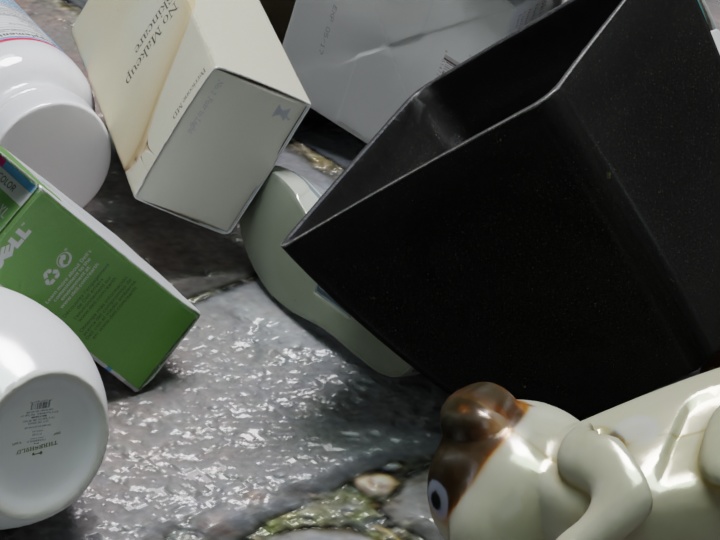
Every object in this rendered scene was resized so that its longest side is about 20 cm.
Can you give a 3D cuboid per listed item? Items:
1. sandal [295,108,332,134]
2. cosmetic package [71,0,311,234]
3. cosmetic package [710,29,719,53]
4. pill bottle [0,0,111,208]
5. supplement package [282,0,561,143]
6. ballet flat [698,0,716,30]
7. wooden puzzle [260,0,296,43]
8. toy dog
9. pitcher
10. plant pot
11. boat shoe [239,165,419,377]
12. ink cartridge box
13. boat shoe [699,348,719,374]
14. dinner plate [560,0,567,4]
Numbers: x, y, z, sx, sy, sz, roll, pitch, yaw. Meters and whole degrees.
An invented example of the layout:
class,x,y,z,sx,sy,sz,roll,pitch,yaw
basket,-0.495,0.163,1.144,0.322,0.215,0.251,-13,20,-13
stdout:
class,x,y,z,sx,sy,sz,roll,pitch,yaw
sandal,-0.061,-0.111,1.760,0.199,0.043,0.076,0,36,-24
cosmetic package,-0.108,-0.126,1.617,0.073,0.104,0.200,21,24,-30
cosmetic package,0.247,-0.042,1.478,0.200,0.083,0.051,42,34,19
pill bottle,-0.234,-0.109,1.664,0.108,0.110,0.200,-13,34,-26
supplement package,0.070,-0.183,1.743,0.150,0.153,0.200,33,38,17
ballet flat,0.205,-0.134,1.686,0.069,0.200,0.070,-28,28,17
wooden puzzle,-0.043,-0.226,1.803,0.199,0.186,0.037,-21,40,-34
toy dog,0.130,0.105,1.281,0.198,0.140,0.195,-4,50,15
pitcher,-0.238,0.063,1.352,0.171,0.122,0.199,-14,25,-37
plant pot,0.114,-0.028,1.434,0.199,0.178,0.200,-29,14,37
boat shoe,0.000,-0.001,1.547,0.071,0.071,0.201,-6,32,-37
ink cartridge box,-0.187,-0.022,1.442,0.059,0.200,0.104,-50,44,-1
boat shoe,0.216,0.076,1.425,0.067,0.073,0.200,-1,23,4
dinner plate,0.167,-0.166,1.704,0.024,0.202,0.200,16,32,28
